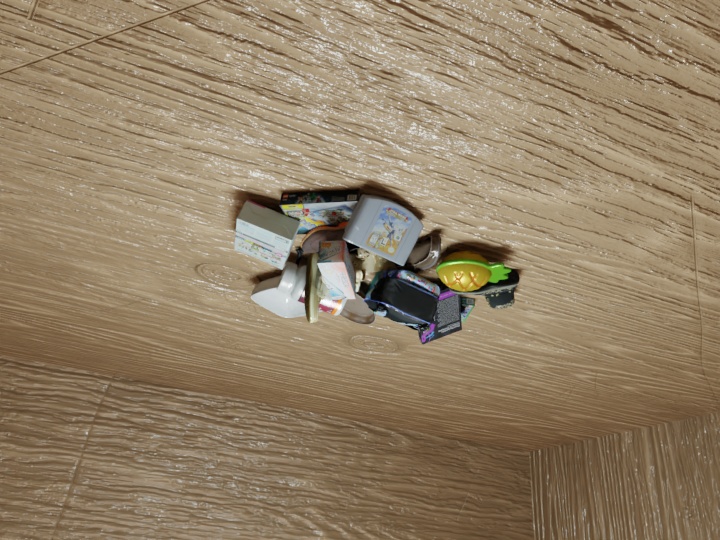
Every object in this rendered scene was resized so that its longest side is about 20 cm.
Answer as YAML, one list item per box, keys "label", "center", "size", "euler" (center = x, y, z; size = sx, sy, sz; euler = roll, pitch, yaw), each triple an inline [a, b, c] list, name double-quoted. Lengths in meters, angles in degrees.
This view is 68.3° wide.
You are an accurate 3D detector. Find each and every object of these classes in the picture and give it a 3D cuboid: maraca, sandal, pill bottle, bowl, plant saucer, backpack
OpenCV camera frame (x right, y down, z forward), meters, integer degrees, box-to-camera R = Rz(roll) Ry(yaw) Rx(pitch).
- label: "maraca"
  center: [0.307, 0.003, 1.452]
  size: [0.198, 0.108, 0.137]
  euler: [3, 159, 6]
- label: "sandal"
  center: [-0.001, -0.006, 1.454]
  size: [0.210, 0.078, 0.070]
  euler: [-14, -162, -21]
- label: "pill bottle"
  center: [-0.140, 0.051, 1.577]
  size: [0.199, 0.110, 0.110]
  euler: [22, 149, -12]
- label: "bowl"
  center: [-0.234, 0.076, 1.732]
  size: [0.199, 0.075, 0.200]
  euler: [-15, 146, 33]
- label: "plant saucer"
  center: [-0.033, 0.103, 1.724]
  size: [0.199, 0.032, 0.201]
  euler: [24, 149, 16]
- label: "backpack"
  center: [0.109, 0.080, 1.514]
  size: [0.182, 0.135, 0.200]
  euler: [24, 170, -16]

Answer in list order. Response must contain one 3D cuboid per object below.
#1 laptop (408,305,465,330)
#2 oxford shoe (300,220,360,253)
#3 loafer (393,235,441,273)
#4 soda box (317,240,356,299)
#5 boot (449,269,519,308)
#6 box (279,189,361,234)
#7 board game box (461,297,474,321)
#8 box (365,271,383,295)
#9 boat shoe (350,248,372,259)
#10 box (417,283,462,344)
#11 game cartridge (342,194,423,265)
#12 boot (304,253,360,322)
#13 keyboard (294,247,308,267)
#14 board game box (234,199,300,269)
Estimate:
- label: "laptop"
  center: [0.202, 0.131, 1.729]
  size: [0.177, 0.104, 0.199]
  euler: [29, 164, -35]
- label: "oxford shoe"
  center: [-0.077, -0.069, 1.351]
  size: [0.199, 0.073, 0.071]
  euler: [-15, 146, 35]
- label: "loafer"
  center: [0.151, -0.038, 1.443]
  size: [0.071, 0.073, 0.200]
  euler: [16, 150, -20]
- label: "soda box"
  center: [-0.056, 0.003, 1.335]
  size: [0.068, 0.064, 0.200]
  euler: [-2, 150, 8]
- label: "boot"
  center: [0.369, 0.067, 1.585]
  size: [0.202, 0.074, 0.154]
  euler: [-7, 148, 10]
- label: "box"
  center: [-0.086, -0.144, 1.331]
  size: [0.199, 0.038, 0.137]
  euler: [-1, 152, 13]
- label: "board game box"
  center: [0.265, 0.123, 1.765]
  size: [0.199, 0.029, 0.135]
  euler: [7, 153, -1]
- label: "box"
  center: [0.070, 0.068, 1.680]
  size: [0.082, 0.049, 0.200]
  euler: [10, 152, -8]
- label: "boat shoe"
  center: [0.005, -0.060, 1.441]
  size: [0.199, 0.065, 0.071]
  euler: [8, 152, -4]
- label: "box"
  center: [0.243, 0.133, 1.656]
  size: [0.142, 0.036, 0.201]
  euler: [-18, 128, -8]
- label: "game cartridge"
  center: [0.062, -0.102, 1.291]
  size: [0.199, 0.134, 0.042]
  euler: [22, -167, -36]
- label: "boot"
  center: [-0.078, 0.054, 1.501]
  size: [0.154, 0.201, 0.072]
  euler: [8, 163, -19]
- label: "keyboard"
  center: [-0.138, -0.026, 1.581]
  size: [0.126, 0.021, 0.200]
  euler: [10, 151, -7]
- label: "board game box"
  center: [-0.249, -0.089, 1.393]
  size: [0.147, 0.065, 0.200]
  euler: [23, 154, -7]
